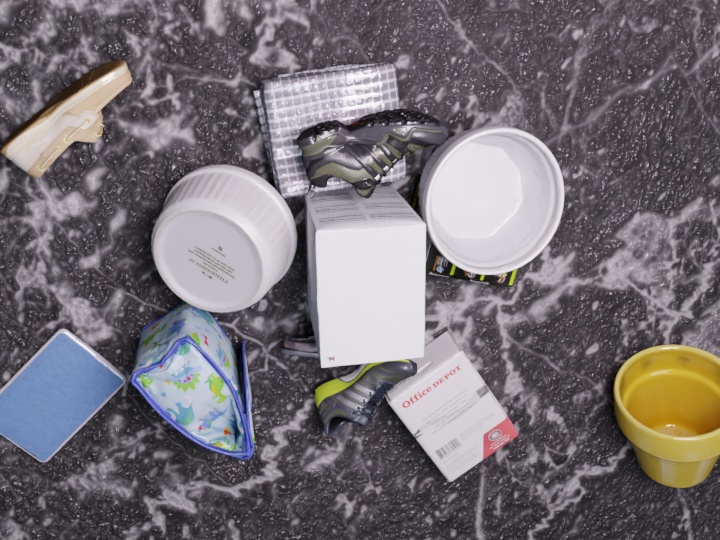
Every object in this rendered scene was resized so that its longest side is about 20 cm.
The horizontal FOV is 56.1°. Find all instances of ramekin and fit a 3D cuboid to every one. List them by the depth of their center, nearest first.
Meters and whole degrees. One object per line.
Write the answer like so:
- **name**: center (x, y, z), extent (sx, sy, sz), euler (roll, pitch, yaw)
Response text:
- **ramekin**: center (-0.193, -0.035, 0.928), extent (0.199, 0.095, 0.205), euler (5, 121, 8)
- **ramekin**: center (0.173, -0.105, 0.952), extent (0.197, 0.105, 0.204), euler (-3, 108, -10)

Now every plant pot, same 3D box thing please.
- **plant pot**: center (0.543, 0.266, 1.164), extent (0.198, 0.202, 0.191), euler (-20, 126, -2)

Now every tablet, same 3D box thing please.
- **tablet**: center (-0.473, 0.195, 1.039), extent (0.200, 0.014, 0.130), euler (-44, 111, 6)

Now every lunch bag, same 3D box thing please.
- **lunch bag**: center (-0.222, 0.159, 0.980), extent (0.127, 0.170, 0.201), euler (-34, 111, 1)

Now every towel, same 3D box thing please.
- **towel**: center (-0.039, -0.194, 0.939), extent (0.197, 0.086, 0.168), euler (-11, 111, -6)

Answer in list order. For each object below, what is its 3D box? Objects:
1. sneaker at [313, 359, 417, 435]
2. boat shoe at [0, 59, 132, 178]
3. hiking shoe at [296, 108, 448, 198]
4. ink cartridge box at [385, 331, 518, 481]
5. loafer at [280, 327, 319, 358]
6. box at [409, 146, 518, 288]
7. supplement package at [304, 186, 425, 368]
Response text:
- **sneaker**: center (0.011, 0.197, 1.060), extent (0.199, 0.082, 0.073), euler (-34, 139, 29)
- **boat shoe**: center (-0.373, -0.197, 0.890), extent (0.199, 0.074, 0.069), euler (-35, 124, 4)
- **hiking shoe**: center (0.019, -0.151, 0.892), extent (0.196, 0.076, 0.102), euler (-7, 117, 1)
- **ink cartridge box**: center (0.147, 0.226, 1.126), extent (0.146, 0.083, 0.201), euler (-34, 112, 3)
- **loafer**: center (-0.028, 0.105, 1.068), extent (0.197, 0.072, 0.064), euler (4, 90, -18)
- **box**: center (0.170, -0.085, 1.039), extent (0.190, 0.048, 0.203), euler (8, 107, -16)
- **supplement package**: center (0.000, 0.000, 0.955), extent (0.144, 0.200, 0.194), euler (-4, 111, -8)
